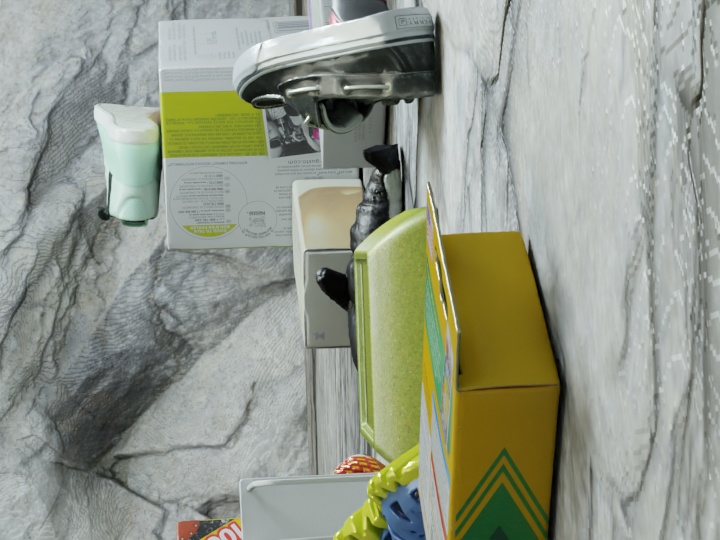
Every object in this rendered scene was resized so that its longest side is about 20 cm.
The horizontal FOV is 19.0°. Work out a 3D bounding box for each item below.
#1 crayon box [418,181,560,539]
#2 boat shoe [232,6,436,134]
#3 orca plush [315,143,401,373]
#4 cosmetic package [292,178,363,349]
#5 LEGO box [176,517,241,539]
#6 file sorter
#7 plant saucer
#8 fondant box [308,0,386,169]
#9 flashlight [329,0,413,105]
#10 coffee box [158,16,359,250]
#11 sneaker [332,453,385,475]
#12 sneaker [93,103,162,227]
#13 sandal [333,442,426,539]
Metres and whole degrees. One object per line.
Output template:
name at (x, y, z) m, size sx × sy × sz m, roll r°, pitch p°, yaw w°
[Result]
crayon box at (0.061, 0.072, 1.055) m, size 0.126 × 0.051 × 0.200 m, roll -98°, pitch 6°, yaw -54°
boat shoe at (-0.023, -0.129, 1.485) m, size 0.200 × 0.072 × 0.071 m, roll -11°, pitch 85°, yaw 54°
orca plush at (0.000, 0.000, 1.718) m, size 0.105 × 0.071 × 0.201 m, roll -104°, pitch 12°, yaw -70°
cosmetic package at (-0.026, -0.009, 2.066) m, size 0.200 × 0.071 × 0.105 m, roll -102°, pitch 11°, yaw -67°
LEGO box at (-0.079, 0.322, 2.104) m, size 0.077 × 0.199 × 0.149 m, roll 92°, pitch 173°, yaw -54°
file sorter at (-0.020, 0.259, 1.698) m, size 0.125 × 0.138 × 0.201 m, roll 125°, pitch 142°, yaw -79°
plant saucer at (0.025, 0.055, 1.567) m, size 0.200 × 0.048 × 0.201 m, roll -173°, pitch 80°, yaw -86°
fondant box at (-0.013, -0.208, 1.882) m, size 0.144 × 0.058 × 0.200 m, roll 92°, pitch 175°, yaw -48°
flashlight at (0.009, -0.222, 1.559) m, size 0.068 × 0.068 × 0.201 m, roll -175°, pitch 88°, yaw -66°
coffee box at (-0.106, -0.144, 2.223) m, size 0.200 × 0.199 × 0.198 m, roll -102°, pitch 10°, yaw -69°
sneaker at (0.016, 0.256, 1.814) m, size 0.077 × 0.073 × 0.201 m, roll 33°, pitch -124°, yaw -68°
sneaker at (-0.247, -0.110, 2.265) m, size 0.200 × 0.074 × 0.119 m, roll -112°, pitch 26°, yaw -74°
sandal at (0.046, 0.151, 1.265) m, size 0.087 × 0.079 × 0.200 m, roll 54°, pitch 160°, yaw 14°
